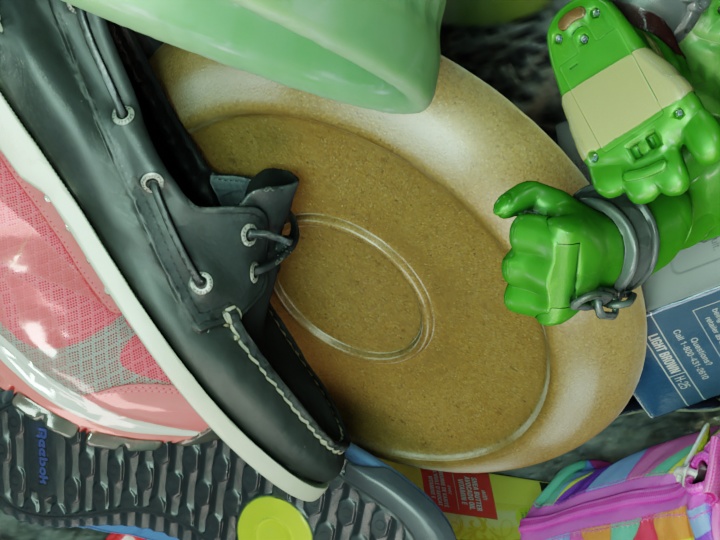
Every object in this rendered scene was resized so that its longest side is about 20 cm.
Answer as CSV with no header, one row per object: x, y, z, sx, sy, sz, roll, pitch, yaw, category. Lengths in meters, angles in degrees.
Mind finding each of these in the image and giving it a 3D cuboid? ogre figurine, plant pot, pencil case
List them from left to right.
0.000,0.000,0.891,0.199,0.028,0.201,22,142,19,plant pot
0.122,0.096,0.964,0.088,0.089,0.200,8,164,-16,pencil case
0.101,-0.084,0.798,0.098,0.201,0.120,-4,175,27,ogre figurine

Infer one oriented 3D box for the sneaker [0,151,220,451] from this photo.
-0.109,-0.012,0.882,0.199,0.074,0.087,30,117,-10,sneaker

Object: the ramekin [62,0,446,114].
-0.057,-0.123,0.701,0.199,0.200,0.098,23,88,-29,ramekin

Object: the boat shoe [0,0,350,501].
-0.053,-0.019,0.838,0.066,0.075,0.200,-35,97,8,boat shoe

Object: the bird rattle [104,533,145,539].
-0.166,0.138,1.079,0.199,0.113,0.163,10,149,-37,bird rattle

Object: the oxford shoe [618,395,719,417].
0.149,0.018,0.973,0.199,0.075,0.071,-16,137,10,oxford shoe

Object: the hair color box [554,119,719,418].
0.173,-0.033,0.900,0.199,0.100,0.061,-21,138,16,hair color box

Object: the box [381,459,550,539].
0.026,0.119,1.073,0.199,0.076,0.050,10,135,-17,box

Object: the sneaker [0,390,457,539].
-0.044,0.073,0.964,0.199,0.078,0.066,13,105,27,sneaker
